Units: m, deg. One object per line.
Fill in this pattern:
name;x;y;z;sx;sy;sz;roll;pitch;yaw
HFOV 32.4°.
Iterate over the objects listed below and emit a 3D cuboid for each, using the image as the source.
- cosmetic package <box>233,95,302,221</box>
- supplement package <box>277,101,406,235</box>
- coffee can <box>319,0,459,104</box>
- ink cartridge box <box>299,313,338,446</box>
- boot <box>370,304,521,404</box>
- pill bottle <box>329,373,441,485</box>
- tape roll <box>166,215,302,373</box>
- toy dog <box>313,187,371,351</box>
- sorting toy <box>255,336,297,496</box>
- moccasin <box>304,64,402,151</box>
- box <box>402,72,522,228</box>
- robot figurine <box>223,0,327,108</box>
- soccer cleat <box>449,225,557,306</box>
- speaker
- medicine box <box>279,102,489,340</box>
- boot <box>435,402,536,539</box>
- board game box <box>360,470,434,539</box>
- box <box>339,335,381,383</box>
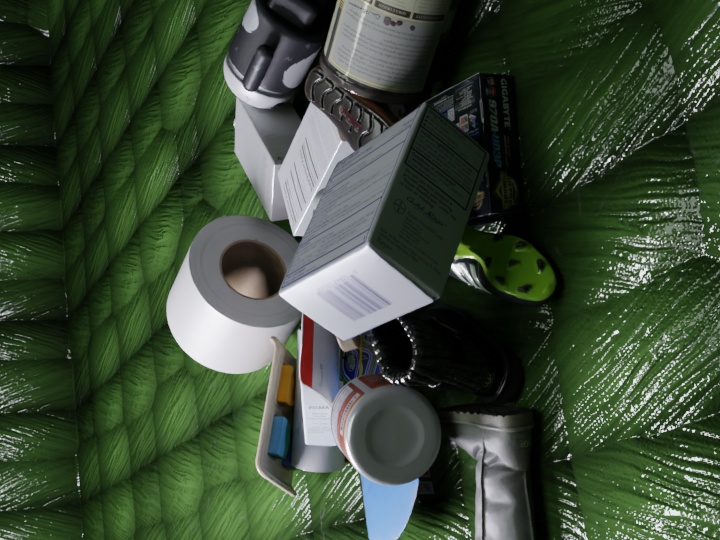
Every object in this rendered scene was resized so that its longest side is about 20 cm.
cosmetic package;-0.128;-0.178;1.890;0.201;0.084;0.109;-118;27;-45
supplement package;-0.022;-0.147;1.655;0.201;0.112;0.110;120;142;-48
coffee can;0.045;-0.322;1.478;0.147;0.145;0.202;60;141;46
ink cartridge box;-0.051;0.101;1.587;0.201;0.047;0.161;91;180;-46
boot;0.070;0.081;1.406;0.211;0.156;0.080;27;102;60
pill bottle;0.024;0.181;1.459;0.200;0.111;0.114;-171;82;-82
tape roll;-0.184;0.036;1.892;0.139;0.200;0.205;-55;43;49
toy dog;0.000;0.000;1.542;0.096;0.130;0.203;31;-120;-82
sorting toy;-0.105;0.214;1.796;0.185;0.036;0.203;60;-148;-69
moccasin;0.014;-0.178;1.511;0.201;0.077;0.074;43;127;31
box;0.113;-0.127;1.452;0.200;0.045;0.161;-19;74;63
robot figurine;-0.124;-0.335;1.842;0.125;0.149;0.201;57;131;29
soccer cleat;0.146;-0.004;1.372;0.199;0.081;0.068;28;75;43
speaker;-0.056;0.182;1.763;0.081;0.080;0.203;18;106;63
medicine box;0.027;-0.050;1.347;0.182;0.103;0.201;-28;33;52
boot;0.142;0.254;1.386;0.181;0.072;0.203;-179;83;-66
board game box;0.050;0.255;1.592;0.159;0.038;0.202;121;151;-44
box;0.017;0.049;1.623;0.064;0.069;0.203;10;99;63
